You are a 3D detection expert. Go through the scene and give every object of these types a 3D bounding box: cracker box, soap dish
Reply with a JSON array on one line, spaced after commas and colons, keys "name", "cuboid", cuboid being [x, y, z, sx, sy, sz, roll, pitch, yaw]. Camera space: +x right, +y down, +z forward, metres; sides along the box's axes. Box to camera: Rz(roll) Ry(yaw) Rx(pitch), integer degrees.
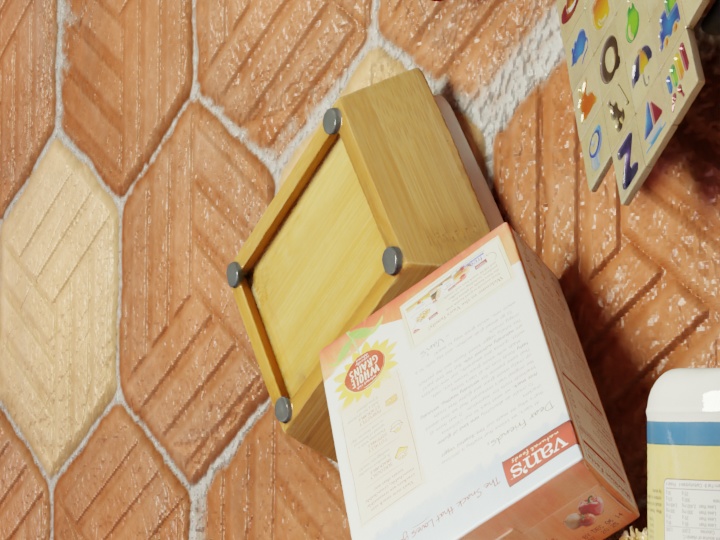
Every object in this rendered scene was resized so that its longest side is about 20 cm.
[{"name": "cracker box", "cuboid": [0.056, 0.083, 1.103, 0.134, 0.058, 0.200, -35, 33, 16]}, {"name": "soap dish", "cuboid": [0.000, 0.000, 1.278, 0.200, 0.081, 0.158, -54, 44, 40]}]

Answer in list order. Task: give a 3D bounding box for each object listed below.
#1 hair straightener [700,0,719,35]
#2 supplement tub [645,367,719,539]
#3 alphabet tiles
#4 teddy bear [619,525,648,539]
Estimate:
[{"name": "hair straightener", "cuboid": [0.191, -0.123, 0.949, 0.200, 0.041, 0.077, 170, 100, -83]}, {"name": "supplement tub", "cuboid": [0.194, 0.141, 0.895, 0.145, 0.144, 0.200, -6, 83, 58]}, {"name": "alphabet tiles", "cuboid": [0.138, -0.141, 1.080, 0.167, 0.006, 0.200, 114, 156, -51]}, {"name": "teddy bear", "cuboid": [0.127, 0.223, 1.016, 0.145, 0.067, 0.200, 1, 88, 60]}]
